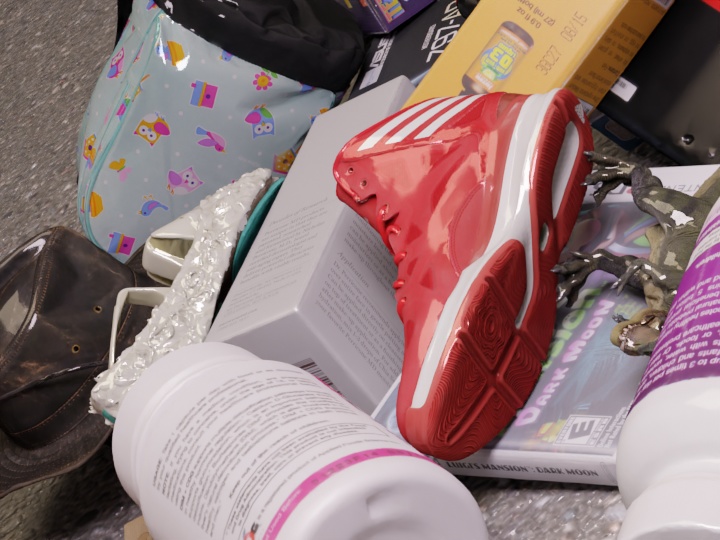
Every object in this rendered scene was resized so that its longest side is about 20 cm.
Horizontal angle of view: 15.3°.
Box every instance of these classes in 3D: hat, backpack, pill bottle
[{"bbox_3d":[-0.177,0.032,1.516,0.200,0.081,0.201,-35,25,19],"label":"hat"},{"bbox_3d":[-0.104,-0.091,1.665,0.200,0.167,0.127,-61,12,20],"label":"backpack"},{"bbox_3d":[-0.035,0.109,1.250,0.113,0.113,0.200,-44,33,-9],"label":"pill bottle"},{"bbox_3d":[0.167,0.059,1.077,0.112,0.112,0.200,-19,31,39],"label":"pill bottle"}]

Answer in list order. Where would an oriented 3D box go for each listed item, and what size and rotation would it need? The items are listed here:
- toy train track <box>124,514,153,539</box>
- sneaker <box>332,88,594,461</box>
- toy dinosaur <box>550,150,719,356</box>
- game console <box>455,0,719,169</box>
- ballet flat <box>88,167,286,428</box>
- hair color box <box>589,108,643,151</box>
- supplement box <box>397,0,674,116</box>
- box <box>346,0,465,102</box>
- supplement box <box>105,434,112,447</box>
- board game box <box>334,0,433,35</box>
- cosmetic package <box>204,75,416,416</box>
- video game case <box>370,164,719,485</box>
[{"bbox_3d":[-0.066,0.146,1.366,0.200,0.033,0.115,-28,25,8],"label":"toy train track"},{"bbox_3d":[0.033,0.000,1.291,0.115,0.078,0.200,4,54,33],"label":"sneaker"},{"bbox_3d":[0.142,-0.020,1.273,0.088,0.048,0.200,3,44,29],"label":"toy dinosaur"},{"bbox_3d":[0.167,-0.162,1.393,0.200,0.031,0.177,37,98,29],"label":"game console"},{"bbox_3d":[-0.094,0.011,1.428,0.072,0.072,0.200,-22,32,35],"label":"ballet flat"},{"bbox_3d":[0.137,-0.178,1.459,0.100,0.061,0.200,-32,65,18],"label":"hair color box"},{"bbox_3d":[0.097,-0.118,1.363,0.200,0.067,0.069,-52,-21,7],"label":"supplement box"},{"bbox_3d":[0.059,-0.104,1.600,0.160,0.044,0.200,-23,28,33],"label":"box"},{"bbox_3d":[-0.102,0.054,1.539,0.109,0.061,0.200,-48,24,-16],"label":"supplement box"},{"bbox_3d":[0.034,-0.220,1.772,0.165,0.057,0.200,-37,15,-13],"label":"board game box"},{"bbox_3d":[0.000,0.000,1.436,0.071,0.101,0.200,-22,29,36],"label":"cosmetic package"},{"bbox_3d":[0.110,0.022,1.313,0.182,0.023,0.200,-1,44,47],"label":"video game case"}]
